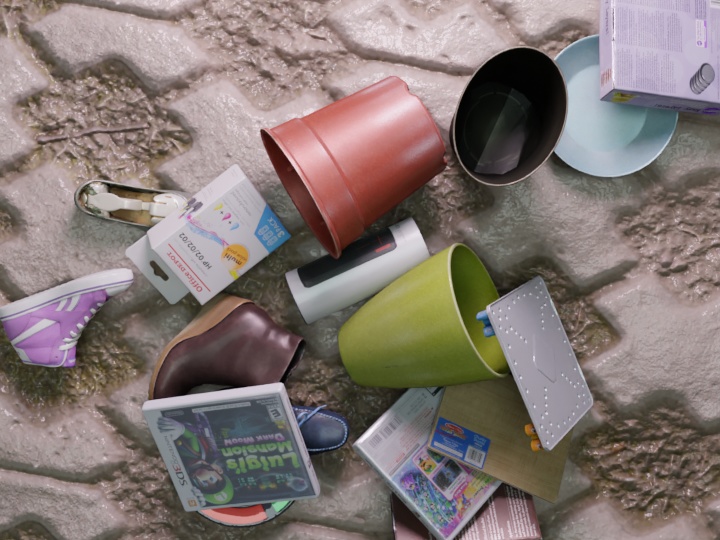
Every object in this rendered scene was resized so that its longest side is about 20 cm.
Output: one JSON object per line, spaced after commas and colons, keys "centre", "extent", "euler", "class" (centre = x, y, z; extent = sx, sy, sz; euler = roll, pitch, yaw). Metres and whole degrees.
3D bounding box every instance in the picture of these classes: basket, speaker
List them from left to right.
{"centre": [0.000, 0.000, 1.419], "extent": [0.199, 0.081, 0.081], "euler": [-24, 91, 0], "class": "speaker"}
{"centre": [0.185, -0.195, 1.357], "extent": [0.136, 0.200, 0.181], "euler": [24, 92, -2], "class": "basket"}

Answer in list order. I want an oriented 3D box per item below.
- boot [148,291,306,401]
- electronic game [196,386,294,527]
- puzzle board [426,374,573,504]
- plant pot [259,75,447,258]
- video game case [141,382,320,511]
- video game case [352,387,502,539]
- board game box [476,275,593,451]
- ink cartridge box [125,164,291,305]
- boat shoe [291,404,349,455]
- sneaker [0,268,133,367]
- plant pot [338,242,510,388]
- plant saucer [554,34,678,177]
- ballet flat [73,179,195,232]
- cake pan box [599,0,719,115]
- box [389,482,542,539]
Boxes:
{"centre": [-0.186, 0.138, 1.394], "extent": [0.166, 0.072, 0.200], "euler": [30, 83, 28], "class": "boot"}
{"centre": [-0.170, 0.265, 1.441], "extent": [0.199, 0.042, 0.201], "euler": [0, 91, -1], "class": "electronic game"}
{"centre": [0.200, 0.219, 1.417], "extent": [0.199, 0.017, 0.151], "euler": [25, 63, -8], "class": "puzzle board"}
{"centre": [-0.001, -0.151, 1.369], "extent": [0.195, 0.201, 0.201], "euler": [-31, 91, -8], "class": "plant pot"}
{"centre": [-0.172, 0.241, 1.360], "extent": [0.199, 0.023, 0.182], "euler": [-9, 117, 14], "class": "video game case"}
{"centre": [0.116, 0.242, 1.400], "extent": [0.182, 0.024, 0.200], "euler": [46, 61, 4], "class": "video game case"}
{"centre": [0.239, 0.122, 1.374], "extent": [0.026, 0.200, 0.201], "euler": [-23, 89, 32], "class": "board game box"}
{"centre": [-0.211, -0.037, 1.400], "extent": [0.200, 0.068, 0.115], "euler": [-38, 119, 0], "class": "ink cartridge box"}
{"centre": [-0.114, 0.225, 1.392], "extent": [0.199, 0.069, 0.085], "euler": [-1, 84, -5], "class": "boat shoe"}
{"centre": [-0.397, 0.071, 1.425], "extent": [0.200, 0.073, 0.115], "euler": [-20, 95, 10], "class": "sneaker"}
{"centre": [0.076, 0.084, 1.377], "extent": [0.199, 0.187, 0.188], "euler": [-21, 91, 23], "class": "plant pot"}
{"centre": [0.347, -0.232, 1.439], "extent": [0.200, 0.039, 0.202], "euler": [0, 90, -1], "class": "plant saucer"}
{"centre": [-0.303, -0.085, 1.421], "extent": [0.199, 0.064, 0.068], "euler": [9, 91, -1], "class": "ballet flat"}
{"centre": [0.422, -0.323, 1.400], "extent": [0.183, 0.052, 0.201], "euler": [4, 79, -13], "class": "cake pan box"}
{"centre": [0.144, 0.358, 1.409], "extent": [0.199, 0.075, 0.100], "euler": [-4, 46, -1], "class": "box"}
